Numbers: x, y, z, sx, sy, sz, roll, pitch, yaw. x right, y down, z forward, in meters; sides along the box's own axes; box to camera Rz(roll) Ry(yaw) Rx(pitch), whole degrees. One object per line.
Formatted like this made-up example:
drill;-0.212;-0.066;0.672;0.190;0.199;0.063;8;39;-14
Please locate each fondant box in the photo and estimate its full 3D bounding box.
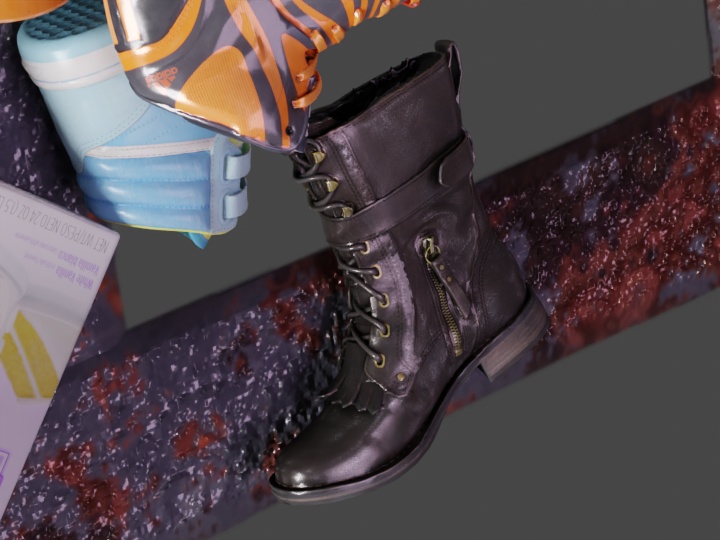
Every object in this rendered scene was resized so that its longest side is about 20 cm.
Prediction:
fondant box;-0.210;0.046;1.177;0.144;0.058;0.201;24;90;-40

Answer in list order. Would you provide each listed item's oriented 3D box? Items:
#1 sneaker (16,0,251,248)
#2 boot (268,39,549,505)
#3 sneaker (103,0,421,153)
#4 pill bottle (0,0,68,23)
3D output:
sneaker;-0.056;-0.087;1.245;0.199;0.079;0.131;-23;116;-20
boot;0.000;0.000;1.334;0.200;0.069;0.175;-41;120;-26
sneaker;-0.014;-0.111;1.172;0.198;0.078;0.113;-8;96;-12
pill bottle;-0.157;-0.204;1.094;0.106;0.106;0.201;-26;131;-30
